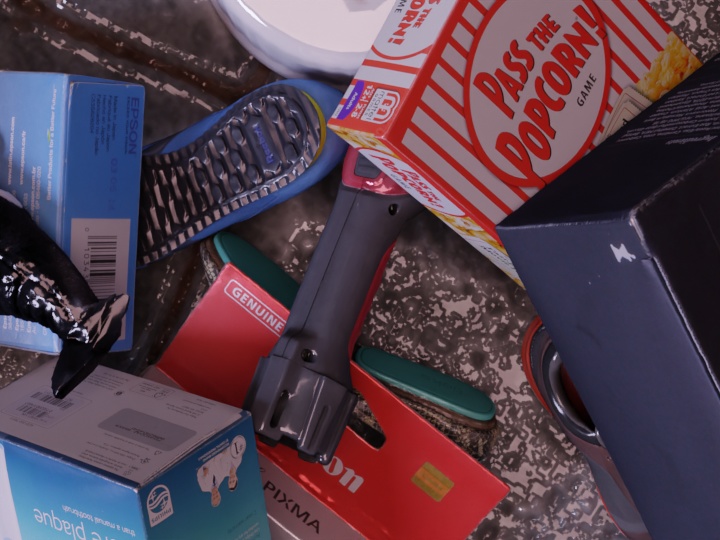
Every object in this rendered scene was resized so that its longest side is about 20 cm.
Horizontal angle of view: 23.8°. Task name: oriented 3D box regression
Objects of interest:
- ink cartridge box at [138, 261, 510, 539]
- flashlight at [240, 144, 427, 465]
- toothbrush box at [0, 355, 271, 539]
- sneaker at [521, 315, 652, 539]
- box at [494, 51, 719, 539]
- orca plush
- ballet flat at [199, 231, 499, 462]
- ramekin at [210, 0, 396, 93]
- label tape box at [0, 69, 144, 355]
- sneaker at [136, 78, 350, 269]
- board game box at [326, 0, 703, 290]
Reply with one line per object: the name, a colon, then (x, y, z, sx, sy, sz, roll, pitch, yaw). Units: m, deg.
ink cartridge box: (-0.047, 0.123, 0.935, 0.199, 0.045, 0.177, 38, 122, 0)
flashlight: (0.000, 0.000, 0.887, 0.067, 0.068, 0.202, 23, 79, -11)
toothbrush box: (-0.119, 0.162, 0.884, 0.145, 0.085, 0.202, 14, 122, 38)
sneaker: (0.159, 0.109, 0.939, 0.077, 0.082, 0.200, -42, 90, 5)
box: (0.205, 0.007, 0.856, 0.199, 0.117, 0.198, -36, 107, -26)
orca plush: (-0.213, -0.002, 0.866, 0.200, 0.071, 0.106, 43, 115, 26)
ballet flat: (-0.019, 0.061, 0.959, 0.199, 0.068, 0.076, 32, 110, -2)
ramekin: (0.000, -0.196, 0.921, 0.198, 0.098, 0.203, 0, 94, 3)
label tape box: (-0.214, -0.037, 0.947, 0.198, 0.063, 0.146, 7, 95, 35)
sneaker: (-0.087, -0.049, 0.956, 0.198, 0.078, 0.067, -22, 87, 24)
board game box: (0.091, -0.084, 0.876, 0.199, 0.046, 0.153, 36, 78, -40)
